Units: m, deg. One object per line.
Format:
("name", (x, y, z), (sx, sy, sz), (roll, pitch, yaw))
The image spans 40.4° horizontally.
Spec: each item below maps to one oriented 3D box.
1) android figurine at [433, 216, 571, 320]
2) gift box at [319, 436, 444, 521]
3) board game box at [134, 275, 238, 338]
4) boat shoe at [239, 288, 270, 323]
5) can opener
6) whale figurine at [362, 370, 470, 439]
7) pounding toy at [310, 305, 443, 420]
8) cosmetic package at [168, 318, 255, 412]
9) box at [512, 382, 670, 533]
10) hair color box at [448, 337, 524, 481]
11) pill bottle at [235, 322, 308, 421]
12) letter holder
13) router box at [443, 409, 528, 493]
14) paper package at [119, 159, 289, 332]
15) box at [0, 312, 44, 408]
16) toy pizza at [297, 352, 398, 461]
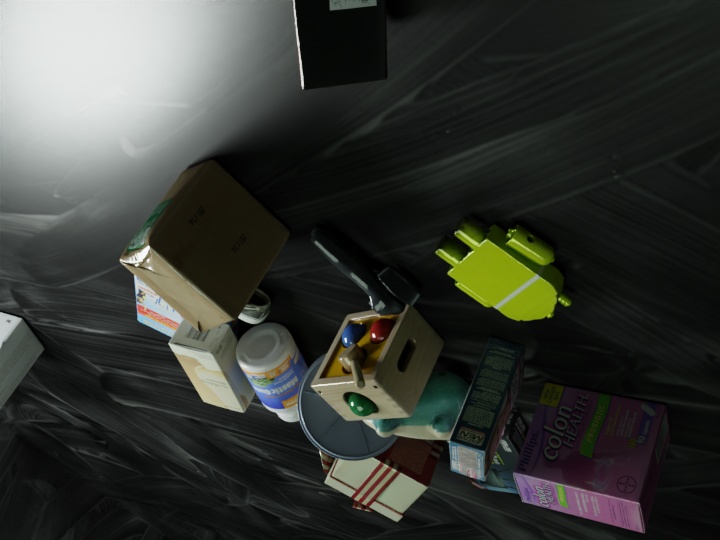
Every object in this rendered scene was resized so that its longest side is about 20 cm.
("android figurine", (0.206, 0.003, 1.390), (0.199, 0.041, 0.182), (33, 147, -5))
("gift box", (0.040, 0.337, 1.856), (0.199, 0.185, 0.187), (31, 139, 2))
("board game box", (-0.331, 0.070, 1.870), (0.199, 0.056, 0.196), (25, 148, 5))
("boat shoe", (-0.253, 0.029, 1.750), (0.199, 0.071, 0.064), (21, 148, -3))
("can opener", (0.000, 0.000, 1.538), (0.200, 0.079, 0.063), (37, -175, -8))
("whale figurine", (0.104, 0.228, 1.661), (0.159, 0.199, 0.105), (-147, 57, -59))
("pounding toy", (0.017, 0.155, 1.592), (0.183, 0.201, 0.142), (-13, 129, 46))
("cosmetic package", (-0.276, 0.180, 1.861), (0.105, 0.071, 0.201), (10, 143, 25))
("box", (0.367, 0.290, 1.539), (0.199, 0.177, 0.097), (8, 143, 29))
("hair color box", (0.201, 0.217, 1.540), (0.060, 0.201, 0.100), (15, 146, 19))
("pill bottle", (-0.154, 0.201, 1.866), (0.111, 0.112, 0.201), (9, 142, 28))
("letter holder", (-0.031, -0.326, 1.078), (0.100, 0.143, 0.201), (-8, 143, -3))
("router box", (0.248, 0.330, 1.789), (0.149, 0.062, 0.200), (-2, 137, 36))
("paper package", (-0.238, -0.039, 1.518), (0.191, 0.201, 0.103), (44, 144, -21))
("box", (-0.918, 0.208, 2.366), (0.199, 0.200, 0.131), (12, 144, 25))
("toy pizza", (-0.014, 0.237, 1.741), (0.199, 0.201, 0.032), (28, 165, 0))
